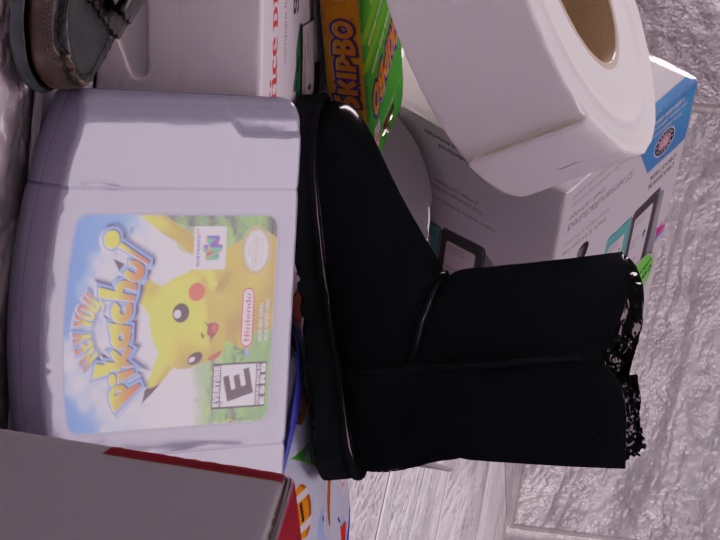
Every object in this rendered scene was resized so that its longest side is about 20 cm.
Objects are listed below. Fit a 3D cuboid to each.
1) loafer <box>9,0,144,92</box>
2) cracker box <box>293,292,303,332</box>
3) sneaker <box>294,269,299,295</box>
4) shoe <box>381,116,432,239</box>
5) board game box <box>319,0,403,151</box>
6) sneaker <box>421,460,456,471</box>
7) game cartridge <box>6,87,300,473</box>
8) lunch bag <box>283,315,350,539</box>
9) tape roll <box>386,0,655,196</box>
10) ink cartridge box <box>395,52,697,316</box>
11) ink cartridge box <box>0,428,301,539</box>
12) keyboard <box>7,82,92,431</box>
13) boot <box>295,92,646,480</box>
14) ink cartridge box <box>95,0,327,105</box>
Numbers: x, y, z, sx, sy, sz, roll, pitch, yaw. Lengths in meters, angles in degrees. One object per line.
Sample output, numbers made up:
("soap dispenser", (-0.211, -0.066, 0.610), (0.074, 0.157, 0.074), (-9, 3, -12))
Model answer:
("loafer", (-0.100, -0.168, 0.818), (0.072, 0.063, 0.201), (66, 31, -63))
("cracker box", (-0.042, 0.026, 1.261), (0.200, 0.057, 0.134), (80, 18, -59))
("sneaker", (-0.050, -0.064, 1.136), (0.200, 0.074, 0.087), (-74, 161, -44))
("shoe", (0.000, 0.000, 1.122), (0.091, 0.071, 0.201), (-165, -118, -68))
("board game box", (0.000, -0.158, 0.995), (0.096, 0.030, 0.201), (-67, 154, -57))
("sneaker", (0.029, 0.062, 1.255), (0.200, 0.073, 0.119), (-127, -133, -80))
("game cartridge", (-0.092, 0.021, 0.846), (0.133, 0.040, 0.201), (-1, 97, -34))
("lunch bag", (-0.071, 0.124, 0.994), (0.170, 0.123, 0.201), (69, 36, -64))
("tape roll", (0.083, -0.142, 0.989), (0.202, 0.071, 0.203), (46, 34, -44))
("ink cartridge box", (0.095, -0.038, 1.174), (0.147, 0.146, 0.200), (-39, 148, -36))
("ink cartridge box", (-0.098, 0.167, 0.798), (0.200, 0.145, 0.083), (85, 16, -45))
("keyboard", (-0.141, 0.004, 0.852), (0.056, 0.011, 0.201), (-9, 104, -74))
("boot", (0.054, 0.004, 0.942), (0.076, 0.168, 0.201), (23, 61, -81))
("ink cartridge box", (-0.064, -0.139, 0.971), (0.200, 0.084, 0.147), (-59, 152, -67))
